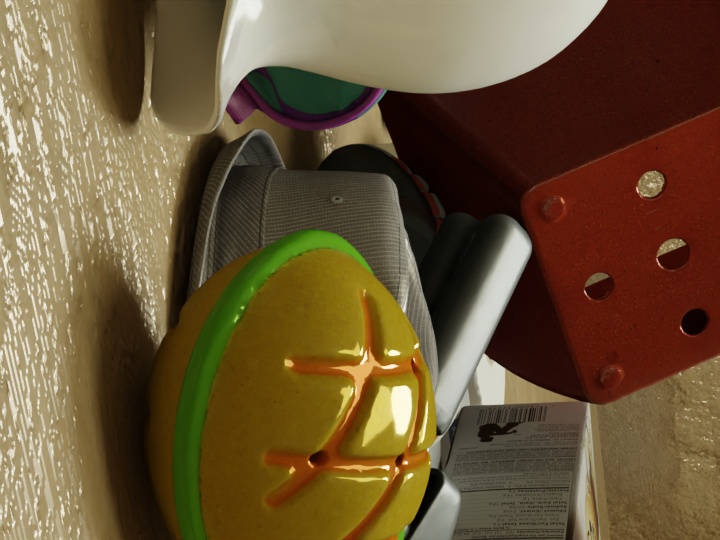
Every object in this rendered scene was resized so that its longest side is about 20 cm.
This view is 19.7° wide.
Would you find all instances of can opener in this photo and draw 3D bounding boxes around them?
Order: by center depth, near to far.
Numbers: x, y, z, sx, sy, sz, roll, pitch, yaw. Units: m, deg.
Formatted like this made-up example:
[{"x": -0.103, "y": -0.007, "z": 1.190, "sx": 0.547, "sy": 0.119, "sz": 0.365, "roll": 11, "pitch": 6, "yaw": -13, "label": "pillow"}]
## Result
[{"x": 0.034, "y": 0.069, "z": 1.011, "sx": 0.067, "sy": 0.053, "sz": 0.201, "roll": 45, "pitch": 62, "yaw": -37, "label": "can opener"}]

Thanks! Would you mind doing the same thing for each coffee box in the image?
[{"x": 0.086, "y": 0.161, "z": 1.114, "sx": 0.200, "sy": 0.079, "sz": 0.114, "roll": -67, "pitch": 152, "yaw": -69, "label": "coffee box"}]

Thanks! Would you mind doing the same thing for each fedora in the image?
[{"x": -0.015, "y": 0.029, "z": 0.933, "sx": 0.201, "sy": 0.090, "sz": 0.177, "roll": -83, "pitch": 165, "yaw": -48, "label": "fedora"}]

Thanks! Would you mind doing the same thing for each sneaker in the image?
[{"x": 0.000, "y": 0.000, "z": 1.089, "sx": 0.082, "sy": 0.077, "sz": 0.201, "roll": 31, "pitch": 32, "yaw": -40, "label": "sneaker"}]

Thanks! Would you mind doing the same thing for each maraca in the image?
[{"x": -0.023, "y": 0.079, "z": 0.811, "sx": 0.137, "sy": 0.107, "sz": 0.201, "roll": -40, "pitch": 134, "yaw": -40, "label": "maraca"}]

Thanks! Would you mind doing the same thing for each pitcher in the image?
[{"x": 0.000, "y": -0.154, "z": 0.852, "sx": 0.121, "sy": 0.199, "sz": 0.173, "roll": -12, "pitch": -89, "yaw": 61, "label": "pitcher"}]

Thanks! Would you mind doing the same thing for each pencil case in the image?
[{"x": -0.015, "y": -0.148, "z": 1.016, "sx": 0.085, "sy": 0.092, "sz": 0.200, "roll": 55, "pitch": 23, "yaw": -23, "label": "pencil case"}]

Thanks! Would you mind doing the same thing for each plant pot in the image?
[{"x": 0.141, "y": -0.041, "z": 1.129, "sx": 0.176, "sy": 0.199, "sz": 0.201, "roll": -118, "pitch": -175, "yaw": -63, "label": "plant pot"}]

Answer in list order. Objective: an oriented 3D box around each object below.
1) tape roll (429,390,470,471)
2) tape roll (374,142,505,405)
[{"x": 0.023, "y": 0.116, "z": 1.189, "sx": 0.200, "sy": 0.066, "sz": 0.202, "roll": -4, "pitch": 90, "yaw": -79, "label": "tape roll"}, {"x": 0.051, "y": 0.012, "z": 1.382, "sx": 0.202, "sy": 0.070, "sz": 0.204, "roll": -5, "pitch": 90, "yaw": -79, "label": "tape roll"}]
